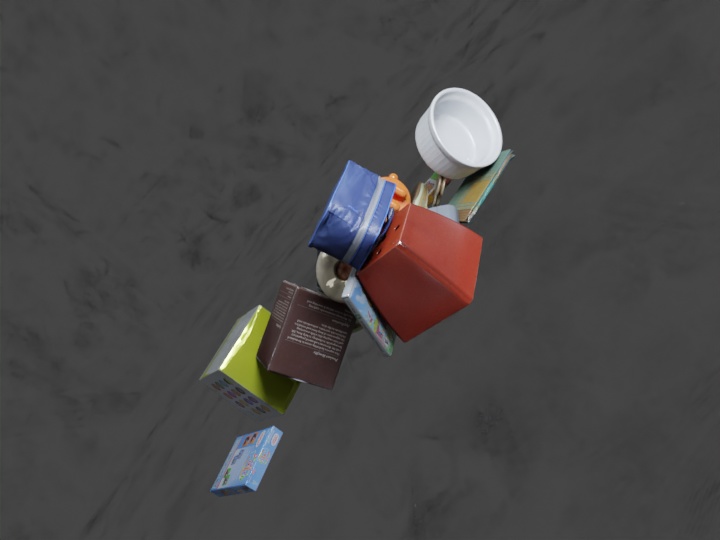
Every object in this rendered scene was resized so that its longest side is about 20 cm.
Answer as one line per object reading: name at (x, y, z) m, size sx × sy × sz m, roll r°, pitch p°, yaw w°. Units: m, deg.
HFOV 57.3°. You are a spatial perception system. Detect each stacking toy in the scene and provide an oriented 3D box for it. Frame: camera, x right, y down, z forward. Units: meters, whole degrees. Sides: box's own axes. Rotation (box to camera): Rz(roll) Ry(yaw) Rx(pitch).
stacking toy at (0.000, 0.000, 1.537) m, size 0.146 × 0.147 × 0.199 m, roll -45°, pitch -19°, yaw 19°

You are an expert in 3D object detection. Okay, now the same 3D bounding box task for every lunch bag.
lunch bag at (-0.005, -0.110, 1.314) m, size 0.136 × 0.131 × 0.201 m, roll -55°, pitch 10°, yaw 49°

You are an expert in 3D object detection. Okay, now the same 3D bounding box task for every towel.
towel at (0.269, -0.192, 1.545) m, size 0.201 × 0.022 × 0.146 m, roll -56°, pitch 18°, yaw -9°

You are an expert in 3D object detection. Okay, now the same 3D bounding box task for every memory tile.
memory tile at (0.205, -0.249, 1.649) m, size 0.154 × 0.017 × 0.202 m, roll 95°, pitch -173°, yaw -66°

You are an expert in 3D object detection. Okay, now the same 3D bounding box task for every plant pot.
plant pot at (0.109, -0.012, 1.339) m, size 0.199 × 0.176 × 0.201 m, roll -36°, pitch 24°, yaw 39°

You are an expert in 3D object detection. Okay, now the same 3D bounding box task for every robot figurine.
robot figurine at (0.057, -0.156, 1.615) m, size 0.200 × 0.115 × 0.146 m, roll 128°, pitch 132°, yaw -72°

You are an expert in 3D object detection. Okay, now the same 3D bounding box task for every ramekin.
ramekin at (0.224, -0.313, 1.541) m, size 0.098 × 0.200 × 0.202 m, roll -34°, pitch 24°, yaw 57°

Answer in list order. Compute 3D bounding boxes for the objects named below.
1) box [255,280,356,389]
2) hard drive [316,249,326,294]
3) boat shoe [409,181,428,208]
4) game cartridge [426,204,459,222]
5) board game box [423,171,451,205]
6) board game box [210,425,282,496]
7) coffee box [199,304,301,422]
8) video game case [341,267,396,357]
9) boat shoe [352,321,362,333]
box at (-0.127, 0.148, 1.552) m, size 0.202 × 0.164 × 0.164 m, roll -70°, pitch 20°, yaw -2°
hard drive at (-0.070, -0.001, 1.632) m, size 0.200 × 0.042 × 0.137 m, roll 25°, pitch -116°, yaw -79°
boat shoe at (0.145, -0.124, 1.632) m, size 0.072 × 0.075 × 0.202 m, roll 129°, pitch 161°, yaw -63°
game cartridge at (0.131, -0.074, 1.502) m, size 0.198 × 0.042 × 0.134 m, roll -21°, pitch 48°, yaw 24°
board game box at (0.166, -0.191, 1.791) m, size 0.200 × 0.030 × 0.096 m, roll -44°, pitch 20°, yaw 16°
board game box at (-0.277, 0.464, 1.594) m, size 0.199 × 0.036 × 0.152 m, roll -31°, pitch 28°, yaw 50°
coffee box at (-0.262, 0.243, 1.699) m, size 0.197 × 0.199 × 0.201 m, roll -30°, pitch 26°, yaw 57°
video game case at (0.037, 0.049, 1.396) m, size 0.022 × 0.183 × 0.201 m, roll -15°, pitch 35°, yaw 30°
boat shoe at (0.016, 0.079, 1.571) m, size 0.200 × 0.063 × 0.074 m, roll -38°, pitch 22°, yaw 36°
